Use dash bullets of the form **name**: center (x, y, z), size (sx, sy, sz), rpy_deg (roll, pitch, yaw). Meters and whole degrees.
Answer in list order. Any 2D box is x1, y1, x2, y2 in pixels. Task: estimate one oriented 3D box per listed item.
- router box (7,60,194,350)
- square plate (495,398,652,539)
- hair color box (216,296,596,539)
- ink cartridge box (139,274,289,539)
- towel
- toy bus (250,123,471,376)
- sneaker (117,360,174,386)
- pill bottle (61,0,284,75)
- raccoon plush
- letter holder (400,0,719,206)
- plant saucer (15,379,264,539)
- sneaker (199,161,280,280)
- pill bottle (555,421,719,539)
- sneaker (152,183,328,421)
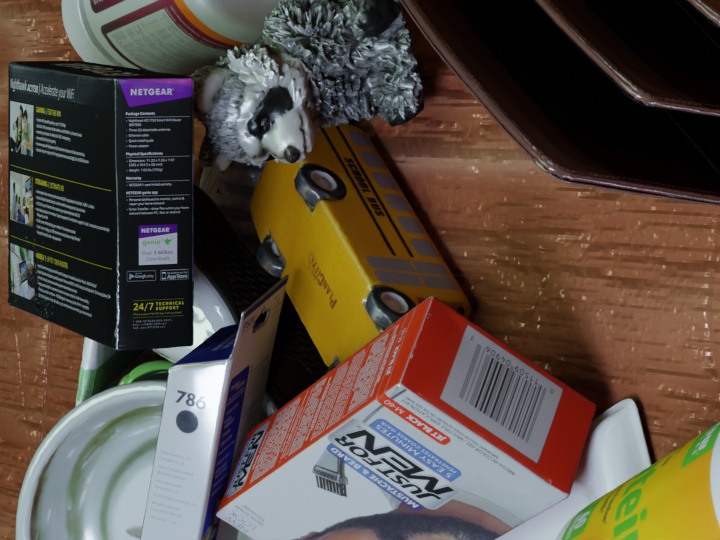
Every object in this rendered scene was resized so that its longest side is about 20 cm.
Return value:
- **router box**: center (-0.151, -0.041, 1.580), size (0.200, 0.051, 0.150), rpy_deg (-164, 73, -64)
- **square plate**: center (0.098, 0.195, 1.436), size (0.198, 0.028, 0.201), rpy_deg (-40, 54, 48)
- **hair color box**: center (0.021, 0.102, 1.459), size (0.200, 0.111, 0.064), rpy_deg (-38, 23, 52)
- **ink cartridge box**: center (-0.086, 0.102, 1.535), size (0.099, 0.039, 0.201), rpy_deg (-38, -38, -73)
- **towel**: center (-0.156, 0.035, 1.761), size (0.153, 0.023, 0.201), rpy_deg (-51, -27, -71)
- **toy bus**: center (0.000, 0.000, 1.566), size (0.065, 0.078, 0.200), rpy_deg (-61, 40, 30)
- **sneaker**: center (-0.126, 0.158, 1.695), size (0.084, 0.076, 0.202), rpy_deg (10, 97, 55)
- **pill bottle**: center (-0.108, -0.180, 1.722), size (0.200, 0.109, 0.110), rpy_deg (-12, 76, 61)
- **raccoon plush**: center (-0.042, -0.130, 1.591), size (0.200, 0.133, 0.097), rpy_deg (-106, 0, -59)
- **letter holder**: center (0.115, -0.132, 1.351), size (0.200, 0.141, 0.101), rpy_deg (56, 130, 45)
- **plant saucer**: center (-0.106, 0.160, 1.633), size (0.199, 0.050, 0.202), rpy_deg (4, 101, 18)
- **sneaker**: center (-0.070, -0.047, 1.701), size (0.081, 0.075, 0.201), rpy_deg (-90, 18, -56)
- **pill bottle**: center (0.182, 0.121, 1.241), size (0.200, 0.110, 0.112), rpy_deg (-40, 54, 47)
- **sneaker**: center (-0.078, 0.044, 1.650), size (0.201, 0.073, 0.085), rpy_deg (56, 134, 13)
